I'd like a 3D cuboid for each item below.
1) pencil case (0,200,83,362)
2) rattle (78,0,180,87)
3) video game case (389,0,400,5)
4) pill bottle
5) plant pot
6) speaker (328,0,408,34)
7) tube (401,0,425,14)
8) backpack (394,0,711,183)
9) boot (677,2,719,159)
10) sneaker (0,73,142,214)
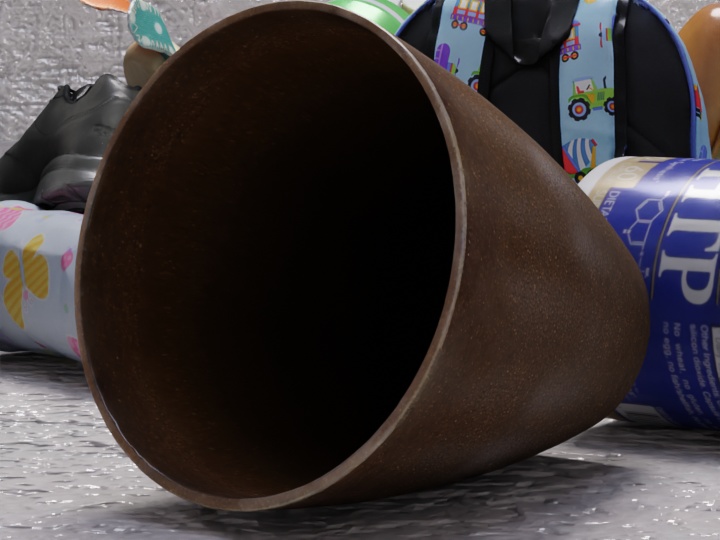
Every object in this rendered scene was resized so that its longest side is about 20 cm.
[{"bbox_3d":[-0.138,0.011,1.302,0.090,0.084,0.200,12,-2,-34],"label":"pencil case"},{"bbox_3d":[-0.068,-0.110,1.463,0.142,0.201,0.130,-28,19,-8],"label":"rattle"},{"bbox_3d":[-0.035,-0.119,1.605,0.017,0.200,0.143,37,25,-9],"label":"video game case"},{"bbox_3d":[0.190,0.013,1.062,0.199,0.120,0.119,4,8,38],"label":"pill bottle"},{"bbox_3d":[0.022,0.010,0.976,0.186,0.188,0.200,4,-7,39],"label":"plant pot"},{"bbox_3d":[-0.035,-0.084,1.361,0.088,0.089,0.200,2,25,27],"label":"speaker"},{"bbox_3d":[0.046,-0.077,1.581,0.058,0.201,0.052,14,26,28],"label":"tube"},{"bbox_3d":[0.096,-0.046,1.245,0.182,0.201,0.134,1,6,20],"label":"backpack"},{"bbox_3d":[0.111,-0.083,1.357,0.155,0.200,0.077,19,39,-17],"label":"boot"},{"bbox_3d":[-0.171,-0.061,1.451,0.076,0.091,0.200,20,-16,-28],"label":"sneaker"}]
